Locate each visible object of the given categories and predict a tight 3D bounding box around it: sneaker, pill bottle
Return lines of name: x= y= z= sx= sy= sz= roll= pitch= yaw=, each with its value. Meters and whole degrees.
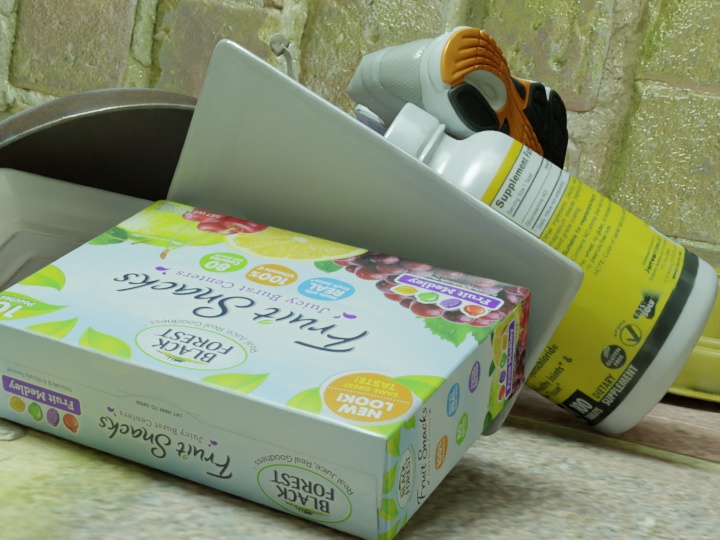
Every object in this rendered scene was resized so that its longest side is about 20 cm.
sneaker: x=0.065 y=-0.095 z=0.889 sx=0.091 sy=0.076 sz=0.200 roll=4 pitch=-19 yaw=32
pill bottle: x=0.088 y=-0.005 z=0.784 sx=0.199 sy=0.113 sz=0.112 roll=32 pitch=7 yaw=1

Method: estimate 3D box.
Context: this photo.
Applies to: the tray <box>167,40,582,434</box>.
tray: x=0.003 y=-0.017 z=0.660 sx=0.199 sy=0.108 sz=0.022 roll=34 pitch=35 yaw=13

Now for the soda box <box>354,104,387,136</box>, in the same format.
soda box: x=0.055 y=-0.062 z=1.018 sx=0.063 sy=0.068 sz=0.201 roll=29 pitch=-24 yaw=27

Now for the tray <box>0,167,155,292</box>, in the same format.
tray: x=-0.143 y=0.001 z=0.755 sx=0.199 sy=0.107 sz=0.022 roll=11 pitch=46 yaw=-51

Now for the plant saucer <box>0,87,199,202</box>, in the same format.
plant saucer: x=-0.144 y=-0.037 z=0.745 sx=0.199 sy=0.032 sz=0.201 roll=-18 pitch=-24 yaw=-8

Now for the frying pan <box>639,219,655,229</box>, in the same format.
frying pan: x=0.113 y=-0.011 z=0.945 sx=0.188 sy=0.031 sz=0.115 roll=-1 pitch=-27 yaw=27

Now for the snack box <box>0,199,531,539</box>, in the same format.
snack box: x=-0.045 y=0.034 z=0.602 sx=0.198 sy=0.053 sz=0.142 roll=13 pitch=29 yaw=25

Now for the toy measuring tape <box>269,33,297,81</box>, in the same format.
toy measuring tape: x=-0.067 y=-0.068 z=1.022 sx=0.073 sy=0.202 sz=0.074 roll=-10 pitch=1 yaw=0

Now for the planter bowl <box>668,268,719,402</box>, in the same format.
planter bowl: x=0.219 y=0.033 z=1.018 sx=0.199 sy=0.084 sz=0.200 roll=11 pitch=5 yaw=-1
